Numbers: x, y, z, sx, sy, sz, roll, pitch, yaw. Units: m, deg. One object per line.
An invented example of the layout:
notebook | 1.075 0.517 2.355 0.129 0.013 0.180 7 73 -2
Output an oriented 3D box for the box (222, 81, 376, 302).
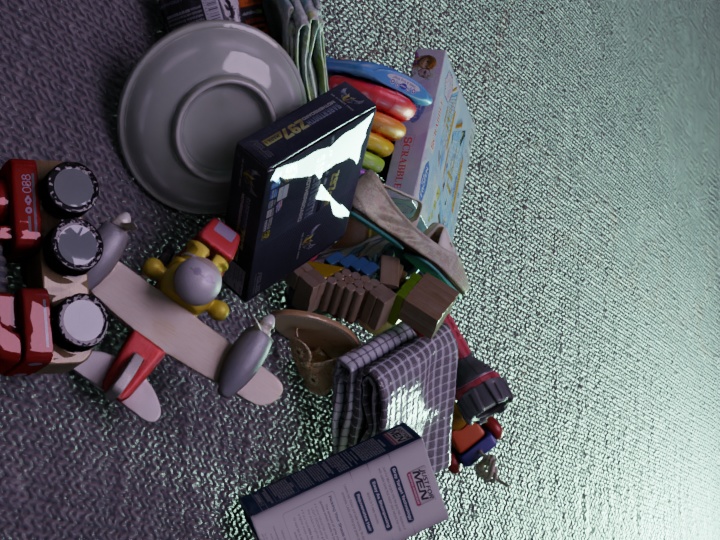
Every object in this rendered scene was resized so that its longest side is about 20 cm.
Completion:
box | -0.067 -0.079 1.294 0.157 0.051 0.201 -36 155 -36

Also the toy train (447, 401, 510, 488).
toy train | 0.118 0.185 1.542 0.084 0.200 0.116 -37 111 -7

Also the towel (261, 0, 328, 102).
towel | -0.082 -0.272 1.359 0.172 0.048 0.201 87 -15 -51

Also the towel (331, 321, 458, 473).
towel | 0.040 0.169 1.447 0.165 0.085 0.202 -30 130 -49

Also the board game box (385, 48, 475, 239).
board game box | 0.089 -0.137 1.561 0.200 0.041 0.202 55 44 -62

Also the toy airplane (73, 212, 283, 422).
toy airplane | -0.178 0.038 1.170 0.199 0.141 0.201 -3 67 -34

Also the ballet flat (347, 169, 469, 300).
ballet flat | 0.065 -0.042 1.424 0.200 0.067 0.063 38 84 -27

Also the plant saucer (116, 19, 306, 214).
plant saucer | -0.140 -0.145 1.252 0.198 0.050 0.202 -10 116 -20

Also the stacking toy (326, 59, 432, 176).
stacking toy | -0.009 -0.135 1.439 0.115 0.109 0.202 20 90 -34

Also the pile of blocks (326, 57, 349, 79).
pile of blocks | -0.027 -0.218 1.535 0.199 0.062 0.082 10 27 -36

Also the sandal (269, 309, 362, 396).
sandal | -0.033 0.112 1.428 0.211 0.077 0.070 37 51 -53

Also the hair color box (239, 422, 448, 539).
hair color box | -0.017 0.251 1.327 0.199 0.060 0.101 -22 106 -13

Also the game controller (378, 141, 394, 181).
game controller | 0.056 -0.141 1.650 0.200 0.042 0.105 42 47 -42

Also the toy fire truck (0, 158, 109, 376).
toy fire truck | -0.314 -0.008 1.029 0.198 0.128 0.178 1 76 -31

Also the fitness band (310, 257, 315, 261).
fitness band | -0.089 -0.100 1.438 0.143 0.037 0.202 30 57 -46

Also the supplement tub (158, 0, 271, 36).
supplement tub | -0.139 -0.216 1.328 0.107 0.106 0.202 -30 106 -54

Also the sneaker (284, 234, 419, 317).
sneaker | 0.000 0.000 1.465 0.199 0.086 0.078 -28 102 -35

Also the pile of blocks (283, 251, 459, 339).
pile of blocks | 0.007 0.029 1.411 0.082 0.198 0.062 -81 -172 -47

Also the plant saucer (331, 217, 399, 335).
plant saucer | 0.035 -0.017 1.596 0.200 0.035 0.202 20 65 -52

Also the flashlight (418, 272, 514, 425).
flashlight | 0.111 0.086 1.522 0.068 0.068 0.201 1 56 -53
